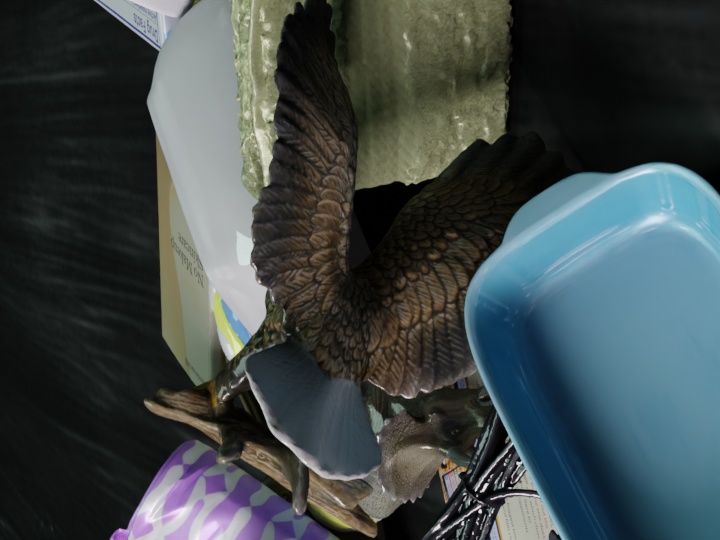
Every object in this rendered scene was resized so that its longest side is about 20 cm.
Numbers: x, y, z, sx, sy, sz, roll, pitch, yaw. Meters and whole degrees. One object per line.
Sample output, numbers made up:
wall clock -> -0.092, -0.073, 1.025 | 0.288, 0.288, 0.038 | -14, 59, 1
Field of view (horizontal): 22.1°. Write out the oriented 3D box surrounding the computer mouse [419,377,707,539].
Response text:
computer mouse -> 0.097, 0.149, 0.757 | 0.200, 0.046, 0.141 | 42, 112, 26

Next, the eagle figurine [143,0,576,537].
eagle figurine -> -0.005, -0.003, 0.801 | 0.150, 0.201, 0.152 | 32, 179, 26

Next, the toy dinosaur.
toy dinosaur -> 0.004, 0.084, 0.931 | 0.200, 0.076, 0.103 | 131, 133, -61

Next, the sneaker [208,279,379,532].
sneaker -> -0.020, 0.053, 1.112 | 0.201, 0.075, 0.105 | 62, 145, 9

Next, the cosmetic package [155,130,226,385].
cosmetic package -> -0.088, -0.027, 1.230 | 0.105, 0.071, 0.201 | -136, 41, -54

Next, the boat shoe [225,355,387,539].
boat shoe -> -0.036, 0.134, 1.182 | 0.074, 0.066, 0.201 | -48, 57, 61

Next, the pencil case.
pencil case -> -0.053, 0.185, 1.109 | 0.199, 0.086, 0.084 | 32, 146, 12

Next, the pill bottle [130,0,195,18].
pill bottle -> -0.086, -0.242, 0.979 | 0.201, 0.111, 0.111 | -63, 34, 13

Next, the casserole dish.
casserole dish -> 0.120, 0.050, 0.727 | 0.039, 0.121, 0.201 | 41, -160, -58

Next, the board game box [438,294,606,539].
board game box -> 0.096, 0.098, 0.872 | 0.200, 0.046, 0.153 | 155, 104, -67

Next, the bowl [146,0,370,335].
bowl -> -0.048, -0.034, 1.018 | 0.200, 0.074, 0.201 | 55, -168, -61

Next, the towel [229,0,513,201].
towel -> 0.005, -0.130, 0.863 | 0.036, 0.147, 0.201 | -136, 38, -58

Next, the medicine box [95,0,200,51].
medicine box -> -0.110, -0.253, 1.139 | 0.182, 0.102, 0.201 | -140, 44, -57
